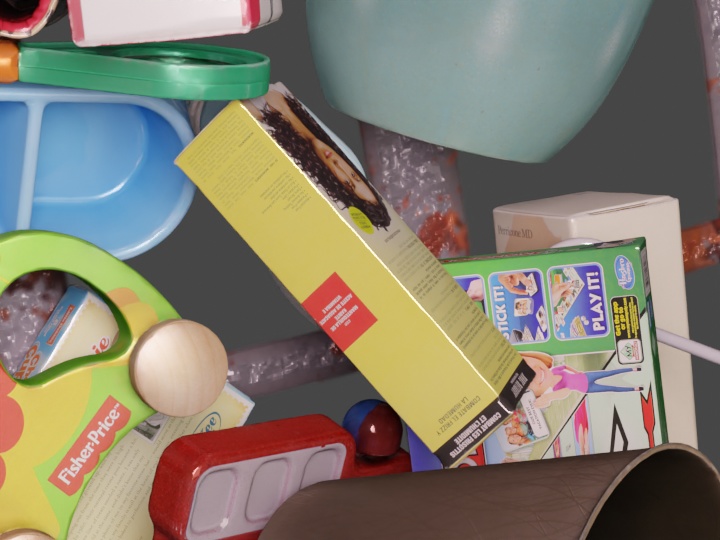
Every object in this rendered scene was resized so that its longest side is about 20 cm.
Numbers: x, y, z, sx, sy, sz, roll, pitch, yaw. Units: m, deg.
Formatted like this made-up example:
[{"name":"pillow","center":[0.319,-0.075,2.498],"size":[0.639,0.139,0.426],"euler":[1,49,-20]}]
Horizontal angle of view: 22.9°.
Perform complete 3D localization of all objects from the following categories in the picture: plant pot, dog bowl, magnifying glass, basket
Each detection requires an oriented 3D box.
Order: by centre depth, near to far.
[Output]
[{"name":"basket","center":[0.051,0.159,0.804],"size":[0.135,0.199,0.182],"euler":[29,72,-41]},{"name":"magnifying glass","center":[-0.139,-0.097,0.830],"size":[0.198,0.080,0.023],"euler":[-1,105,-16]},{"name":"dog bowl","center":[-0.170,-0.054,0.881],"size":[0.198,0.050,0.113],"euler":[-1,117,-27]},{"name":"plant pot","center":[0.059,-0.150,0.937],"size":[0.199,0.200,0.163],"euler":[10,102,-27]}]

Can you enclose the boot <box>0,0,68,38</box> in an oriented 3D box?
[{"name":"boot","center":[-0.181,-0.201,0.821],"size":[0.072,0.151,0.202],"euler":[-16,106,-4]}]

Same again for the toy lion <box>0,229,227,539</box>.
[{"name":"toy lion","center":[-0.192,0.061,0.852],"size":[0.191,0.069,0.201],"euler":[41,79,-20]}]

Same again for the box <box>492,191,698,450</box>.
[{"name":"box","center":[0.140,0.058,1.049],"size":[0.077,0.095,0.203],"euler":[-10,98,-25]}]

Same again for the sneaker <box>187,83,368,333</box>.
[{"name":"sneaker","center":[-0.016,-0.021,0.965],"size":[0.200,0.082,0.074],"euler":[46,76,-22]}]

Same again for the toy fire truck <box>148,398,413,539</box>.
[{"name":"toy fire truck","center":[-0.034,0.151,0.918],"size":[0.199,0.112,0.170],"euler":[-5,118,-45]}]

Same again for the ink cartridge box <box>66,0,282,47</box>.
[{"name":"ink cartridge box","center":[-0.090,-0.185,0.844],"size":[0.082,0.200,0.147],"euler":[-6,99,2]}]

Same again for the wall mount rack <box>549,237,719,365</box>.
[{"name":"wall mount rack","center":[0.132,0.091,0.957],"size":[0.172,0.075,0.202],"euler":[11,103,12]}]

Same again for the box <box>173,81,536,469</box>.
[{"name":"box","center":[0.000,0.000,0.874],"size":[0.050,0.075,0.200],"euler":[-41,90,20]}]

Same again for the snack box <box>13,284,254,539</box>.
[{"name":"snack box","center":[-0.154,0.123,0.933],"size":[0.116,0.037,0.201],"euler":[36,79,-25]}]

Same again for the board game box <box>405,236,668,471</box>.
[{"name":"board game box","center":[0.092,0.091,0.920],"size":[0.133,0.029,0.203],"euler":[-6,97,17]}]
